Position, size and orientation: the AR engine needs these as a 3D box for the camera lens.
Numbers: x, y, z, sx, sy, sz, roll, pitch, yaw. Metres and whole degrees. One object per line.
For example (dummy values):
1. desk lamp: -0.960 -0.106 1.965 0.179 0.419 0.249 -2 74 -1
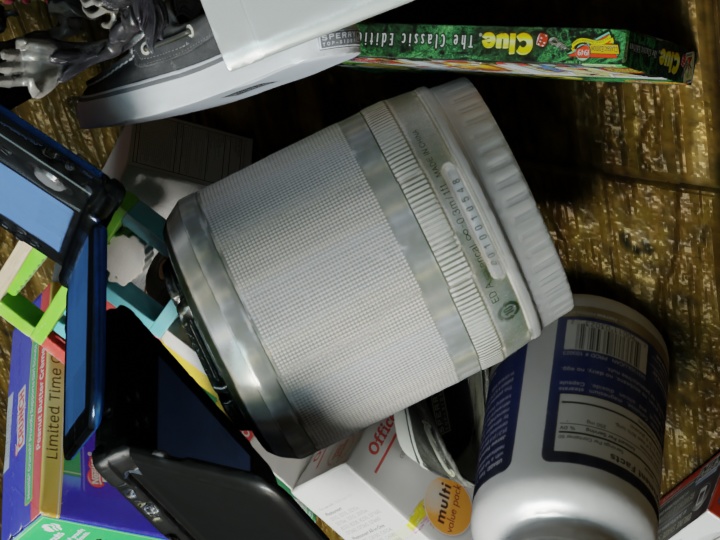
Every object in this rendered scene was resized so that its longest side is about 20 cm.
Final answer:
1. camera lens: 0.000 0.000 1.147 0.199 0.160 0.161 -26 125 0

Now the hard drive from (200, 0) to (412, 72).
1. hard drive: 0.005 -0.194 0.991 0.199 0.026 0.133 -20 97 10

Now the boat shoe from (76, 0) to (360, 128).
1. boat shoe: -0.084 -0.123 1.093 0.199 0.070 0.067 -13 90 46

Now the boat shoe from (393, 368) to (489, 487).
1. boat shoe: 0.049 0.042 1.269 0.064 0.070 0.201 30 141 54

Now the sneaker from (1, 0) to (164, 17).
1. sneaker: -0.186 -0.181 1.196 0.199 0.091 0.078 23 140 8

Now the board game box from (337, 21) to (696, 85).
1. board game box: 0.069 -0.117 1.099 0.199 0.105 0.024 5 94 30

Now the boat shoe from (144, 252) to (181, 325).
1. boat shoe: -0.046 0.032 1.334 0.198 0.076 0.074 17 153 -9

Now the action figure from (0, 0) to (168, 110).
1. action figure: -0.170 -0.147 1.078 0.200 0.102 0.120 -28 80 49

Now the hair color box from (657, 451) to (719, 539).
1. hair color box: 0.287 0.207 1.330 0.199 0.064 0.111 33 143 -4

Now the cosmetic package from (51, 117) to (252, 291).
1. cosmetic package: -0.141 -0.026 1.352 0.082 0.051 0.200 16 145 -17

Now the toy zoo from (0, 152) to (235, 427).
1. toy zoo: -0.127 0.034 1.272 0.199 0.020 0.131 38 126 -2

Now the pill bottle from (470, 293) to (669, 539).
1. pill bottle: 0.124 0.122 1.218 0.110 0.201 0.112 7 139 6

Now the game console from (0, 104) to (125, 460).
1. game console: -0.195 0.004 1.138 0.170 0.119 0.200 33 164 -5

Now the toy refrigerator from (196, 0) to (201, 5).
1. toy refrigerator: -0.107 -0.220 1.112 0.200 0.076 0.070 46 140 -17

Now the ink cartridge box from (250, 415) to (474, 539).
1. ink cartridge box: 0.034 0.134 1.373 0.200 0.116 0.068 42 140 -14

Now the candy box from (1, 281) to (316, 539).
1. candy box: -0.131 0.113 1.362 0.199 0.170 0.077 13 147 -25

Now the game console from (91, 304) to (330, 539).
1. game console: -0.055 0.122 1.173 0.116 0.177 0.200 -21 134 17
